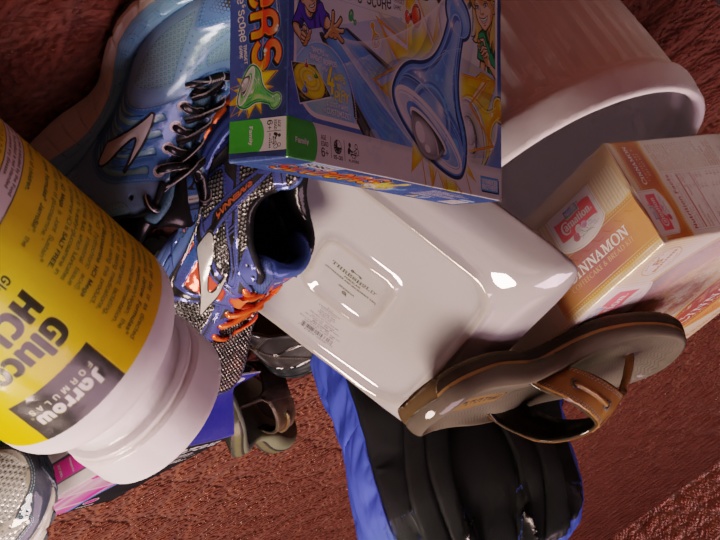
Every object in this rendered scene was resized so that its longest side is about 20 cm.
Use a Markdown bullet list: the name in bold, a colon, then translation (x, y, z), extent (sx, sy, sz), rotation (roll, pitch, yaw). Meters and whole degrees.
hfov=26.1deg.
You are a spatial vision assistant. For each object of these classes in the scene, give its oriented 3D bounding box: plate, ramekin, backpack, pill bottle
- **plate**: translation (0.000, 0.000, 0.904), extent (0.032, 0.199, 0.200), rotation (-53, 179, -40)
- **ramekin**: translation (0.098, -0.089, 0.945), extent (0.199, 0.106, 0.200), rotation (-26, 160, -10)
- **backpack**: translation (0.064, 0.127, 1.067), extent (0.161, 0.201, 0.168), rotation (-12, 151, -12)
- **pill bottle**: translation (-0.157, 0.011, 0.706), extent (0.112, 0.113, 0.200), rotation (-35, 127, 15)

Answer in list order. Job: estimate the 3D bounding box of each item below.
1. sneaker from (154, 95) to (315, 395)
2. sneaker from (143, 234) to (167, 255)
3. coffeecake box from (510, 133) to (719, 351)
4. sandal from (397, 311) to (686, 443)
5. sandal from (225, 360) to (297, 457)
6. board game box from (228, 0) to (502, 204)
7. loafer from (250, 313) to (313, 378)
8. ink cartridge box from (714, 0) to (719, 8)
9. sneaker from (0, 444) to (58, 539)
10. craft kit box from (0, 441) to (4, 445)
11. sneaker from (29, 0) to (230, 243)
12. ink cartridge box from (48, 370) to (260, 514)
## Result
- **sneaker**: translation (-0.068, -0.005, 0.857), extent (0.075, 0.078, 0.201), rotation (-34, 146, -44)
- **sneaker**: translation (-0.150, 0.014, 0.885), extent (0.073, 0.082, 0.199), rotation (-34, 158, 21)
- **coffeecake box**: translation (0.183, -0.013, 0.982), extent (0.199, 0.073, 0.154), rotation (-9, 152, -43)
- **sandal**: translation (0.114, 0.073, 0.910), extent (0.199, 0.055, 0.082), rotation (-10, 153, -36)
- **sandal**: translation (-0.078, 0.097, 1.190), extent (0.057, 0.080, 0.201), rotation (-27, 170, 7)
- **board game box**: translation (0.009, -0.108, 0.744), extent (0.034, 0.137, 0.199), rotation (-3, 176, 32)
- **loafer**: translation (0.004, 0.011, 1.103), extent (0.199, 0.073, 0.072), rotation (-34, 156, 9)
- **ink cartridge box**: translation (0.302, -0.163, 0.905), extent (0.145, 0.201, 0.084), rotation (-30, 160, -1)
- **sneaker**: translation (-0.281, 0.174, 0.980), extent (0.199, 0.078, 0.086), rotation (-34, 156, 11)
- **craft kit box**: translation (-0.360, 0.160, 1.005), extent (0.199, 0.049, 0.197), rotation (-35, 162, 14)
- **sneaker**: translation (-0.090, -0.067, 0.764), extent (0.078, 0.090, 0.200), rotation (-6, 148, -47)
- **ink cartridge box**: translation (-0.155, 0.120, 1.042), extent (0.094, 0.037, 0.200), rotation (-8, 160, -46)
